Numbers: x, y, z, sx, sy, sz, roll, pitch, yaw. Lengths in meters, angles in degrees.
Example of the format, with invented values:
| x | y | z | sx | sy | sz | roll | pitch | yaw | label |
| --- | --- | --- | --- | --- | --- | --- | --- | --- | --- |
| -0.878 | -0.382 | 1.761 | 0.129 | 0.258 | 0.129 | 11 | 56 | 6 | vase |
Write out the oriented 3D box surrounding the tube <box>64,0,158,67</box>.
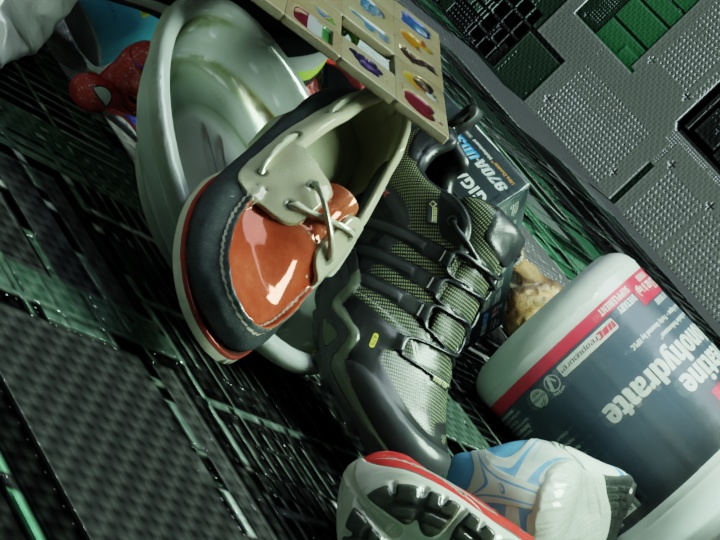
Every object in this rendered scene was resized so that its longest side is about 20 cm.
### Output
| x | y | z | sx | sy | sz | roll | pitch | yaw | label |
| --- | --- | --- | --- | --- | --- | --- | --- | --- | --- |
| -0.084 | -0.187 | 1.065 | 0.077 | 0.200 | 0.050 | 61 | -20 | 0 | tube |

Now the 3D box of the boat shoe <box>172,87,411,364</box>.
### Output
| x | y | z | sx | sy | sz | roll | pitch | yaw | label |
| --- | --- | --- | --- | --- | --- | --- | --- | --- | --- |
| -0.028 | -0.028 | 0.807 | 0.071 | 0.063 | 0.200 | 64 | 27 | -21 | boat shoe |

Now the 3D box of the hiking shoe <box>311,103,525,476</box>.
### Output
| x | y | z | sx | sy | sz | roll | pitch | yaw | label |
| --- | --- | --- | --- | --- | --- | --- | --- | --- | --- |
| 0.032 | 0.007 | 0.873 | 0.076 | 0.101 | 0.200 | 35 | 41 | -54 | hiking shoe |

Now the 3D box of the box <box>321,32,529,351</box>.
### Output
| x | y | z | sx | sy | sz | roll | pitch | yaw | label |
| --- | --- | --- | --- | --- | --- | --- | --- | --- | --- |
| 0.037 | -0.052 | 1.160 | 0.159 | 0.046 | 0.200 | 50 | -18 | 21 | box |

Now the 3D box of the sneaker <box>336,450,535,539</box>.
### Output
| x | y | z | sx | sy | sz | roll | pitch | yaw | label |
| --- | --- | --- | --- | --- | --- | --- | --- | --- | --- |
| 0.071 | 0.146 | 0.778 | 0.200 | 0.077 | 0.085 | 43 | 7 | -13 | sneaker |

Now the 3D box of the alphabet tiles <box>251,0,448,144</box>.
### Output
| x | y | z | sx | sy | sz | roll | pitch | yaw | label |
| --- | --- | --- | --- | --- | --- | --- | --- | --- | --- |
| -0.023 | -0.151 | 0.910 | 0.167 | 0.008 | 0.200 | 36 | 20 | -15 | alphabet tiles |

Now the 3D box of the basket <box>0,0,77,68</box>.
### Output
| x | y | z | sx | sy | sz | roll | pitch | yaw | label |
| --- | --- | --- | --- | --- | --- | --- | --- | --- | --- |
| -0.179 | -0.212 | 0.820 | 0.161 | 0.198 | 0.200 | 40 | 13 | -6 | basket |

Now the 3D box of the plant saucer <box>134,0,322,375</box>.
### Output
| x | y | z | sx | sy | sz | roll | pitch | yaw | label |
| --- | --- | --- | --- | --- | --- | --- | --- | --- | --- |
| -0.065 | -0.038 | 0.881 | 0.200 | 0.050 | 0.200 | 51 | 29 | -42 | plant saucer |

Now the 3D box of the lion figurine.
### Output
| x | y | z | sx | sy | sz | roll | pitch | yaw | label |
| --- | --- | --- | --- | --- | --- | --- | --- | --- | --- |
| 0.095 | 0.003 | 1.344 | 0.200 | 0.072 | 0.122 | 49 | 4 | 36 | lion figurine |

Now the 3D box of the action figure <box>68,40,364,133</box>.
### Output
| x | y | z | sx | sy | sz | roll | pitch | yaw | label |
| --- | --- | --- | --- | --- | --- | --- | --- | --- | --- |
| -0.076 | -0.085 | 1.009 | 0.200 | 0.065 | 0.099 | -4 | 63 | -43 | action figure |

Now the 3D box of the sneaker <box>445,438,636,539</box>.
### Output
| x | y | z | sx | sy | sz | roll | pitch | yaw | label |
| --- | --- | --- | --- | --- | --- | --- | --- | --- | --- |
| 0.102 | 0.129 | 0.965 | 0.072 | 0.072 | 0.200 | 22 | -7 | 25 | sneaker |

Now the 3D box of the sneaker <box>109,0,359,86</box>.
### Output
| x | y | z | sx | sy | sz | roll | pitch | yaw | label |
| --- | --- | --- | --- | --- | --- | --- | --- | --- | --- |
| -0.088 | -0.177 | 0.959 | 0.200 | 0.083 | 0.072 | 29 | 51 | -13 | sneaker |

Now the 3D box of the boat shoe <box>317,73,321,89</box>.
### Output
| x | y | z | sx | sy | sz | roll | pitch | yaw | label |
| --- | --- | --- | --- | --- | --- | --- | --- | --- | --- |
| -0.044 | -0.154 | 1.380 | 0.065 | 0.071 | 0.200 | 28 | 20 | -54 | boat shoe |

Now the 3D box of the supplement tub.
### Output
| x | y | z | sx | sy | sz | roll | pitch | yaw | label |
| --- | --- | --- | --- | --- | --- | --- | --- | --- | --- |
| 0.188 | 0.101 | 1.161 | 0.200 | 0.140 | 0.140 | 47 | 12 | 7 | supplement tub |
